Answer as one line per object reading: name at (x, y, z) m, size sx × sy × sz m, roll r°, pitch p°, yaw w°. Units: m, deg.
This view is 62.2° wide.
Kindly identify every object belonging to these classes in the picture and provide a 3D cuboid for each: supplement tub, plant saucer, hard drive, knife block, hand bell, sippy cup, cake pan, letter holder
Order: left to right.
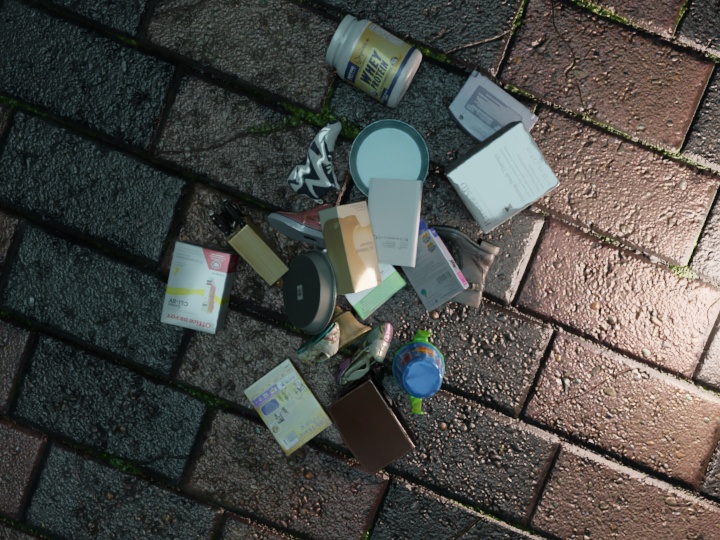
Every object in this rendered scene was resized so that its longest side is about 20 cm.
knife block at (-0.272, -0.073, 1.411) m, size 0.064 × 0.176 × 0.201 m, roll -40°, pitch 70°, yaw 3°
cake pan at (-0.128, 0.051, 1.423) m, size 0.036 × 0.199 × 0.204 m, roll 2°, pitch 94°, yaw -37°
hand bell at (-0.066, 0.087, 1.483) m, size 0.103 × 0.104 × 0.202 m, roll -32°, pitch 79°, yaw 3°
letter holder at (0.024, 0.376, 1.477) m, size 0.141 × 0.101 × 0.202 m, roll -33°, pitch 92°, yaw 5°
supplement tub at (0.030, -0.495, 1.408) m, size 0.198 × 0.144 × 0.146 m, roll 30°, pitch 93°, yaw 0°
plant saucer at (0.070, -0.269, 1.478) m, size 0.196 × 0.027 × 0.204 m, roll 0°, pitch 93°, yaw 0°
hard drive at (0.077, -0.116, 1.435) m, size 0.130 × 0.027 × 0.204 m, roll 6°, pitch 93°, yaw 20°
sippy cup at (0.145, 0.248, 1.451) m, size 0.138 × 0.130 × 0.180 m, roll -30°, pitch 92°, yaw 3°

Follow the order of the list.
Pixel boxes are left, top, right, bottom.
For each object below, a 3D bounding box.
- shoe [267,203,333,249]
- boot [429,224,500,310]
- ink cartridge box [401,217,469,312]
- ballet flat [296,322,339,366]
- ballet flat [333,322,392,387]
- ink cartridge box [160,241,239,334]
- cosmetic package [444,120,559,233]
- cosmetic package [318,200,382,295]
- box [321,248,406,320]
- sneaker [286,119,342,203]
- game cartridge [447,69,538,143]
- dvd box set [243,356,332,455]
shoe at (-0.126, -0.123, 1.473) m, size 0.197 × 0.072 × 0.092 m, roll 20°, pitch 67°, yaw 16°
boot at (0.236, -0.008, 1.471) m, size 0.197 × 0.069 × 0.177 m, roll 23°, pitch 101°, yaw 7°
ink cartridge box at (0.163, -0.016, 1.454) m, size 0.119 × 0.042 × 0.202 m, roll -34°, pitch 87°, yaw 30°
ballet flat at (-0.089, 0.181, 1.437) m, size 0.064 × 0.200 × 0.076 m, roll 45°, pitch 56°, yaw -4°
ballet flat at (0.015, 0.218, 1.479) m, size 0.200 × 0.071 × 0.069 m, roll -44°, pitch 121°, yaw 3°
ink cartridge box at (-0.396, 0.042, 1.475) m, size 0.142 × 0.083 × 0.204 m, roll 12°, pitch 93°, yaw 0°
cosmetic package at (0.321, -0.219, 1.385) m, size 0.199 × 0.167 × 0.168 m, roll -34°, pitch 98°, yaw 13°
cosmetic package at (-0.023, -0.053, 1.399) m, size 0.070 × 0.104 × 0.204 m, roll -8°, pitch 97°, yaw 46°
box at (0.000, 0.000, 1.490) m, size 0.144 × 0.036 × 0.201 m, roll -38°, pitch 90°, yaw 3°
sneaker at (-0.076, -0.253, 1.456) m, size 0.129 × 0.079 × 0.200 m, roll 37°, pitch 93°, yaw -2°
game cartridge at (0.318, -0.377, 1.463) m, size 0.199 × 0.041 × 0.134 m, roll 37°, pitch 90°, yaw -1°
dvd box set at (-0.182, 0.343, 1.512) m, size 0.145 × 0.029 × 0.201 m, roll -36°, pitch 91°, yaw 2°
